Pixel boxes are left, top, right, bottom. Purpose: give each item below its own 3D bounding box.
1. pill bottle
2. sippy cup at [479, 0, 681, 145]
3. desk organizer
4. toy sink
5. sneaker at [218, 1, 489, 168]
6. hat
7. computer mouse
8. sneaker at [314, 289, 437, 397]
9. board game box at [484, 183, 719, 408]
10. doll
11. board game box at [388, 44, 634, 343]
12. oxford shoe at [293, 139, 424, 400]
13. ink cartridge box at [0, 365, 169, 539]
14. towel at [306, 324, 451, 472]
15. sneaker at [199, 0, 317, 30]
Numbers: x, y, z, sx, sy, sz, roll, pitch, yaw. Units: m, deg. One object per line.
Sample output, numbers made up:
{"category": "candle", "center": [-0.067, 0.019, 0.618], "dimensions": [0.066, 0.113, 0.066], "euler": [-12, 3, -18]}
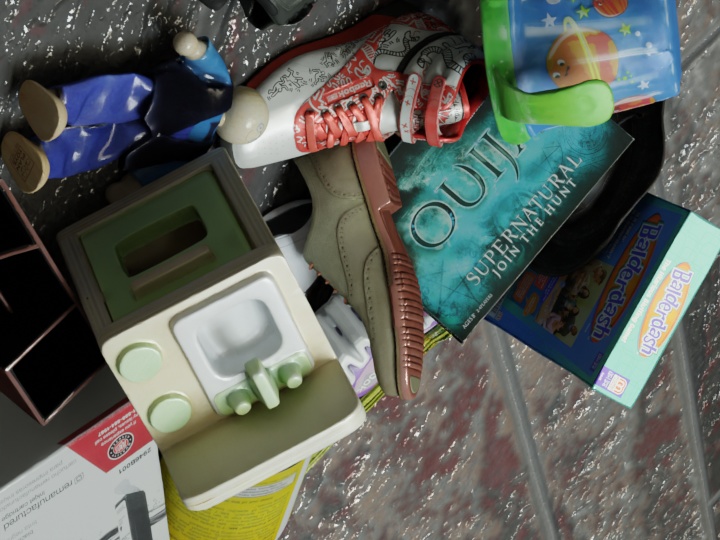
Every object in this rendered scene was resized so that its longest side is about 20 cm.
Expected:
{"category": "pill bottle", "center": [-0.098, 0.142, 1.550], "dimensions": [0.114, 0.114, 0.200], "euler": [-29, 154, -34]}
{"category": "sippy cup", "center": [0.158, -0.164, 1.507], "dimensions": [0.140, 0.130, 0.179], "euler": [59, 27, -66]}
{"category": "desk organizer", "center": [-0.233, 0.006, 1.332], "dimensions": [0.072, 0.077, 0.200], "euler": [-45, 144, -16]}
{"category": "toy sink", "center": [-0.099, 0.032, 1.362], "dimensions": [0.130, 0.200, 0.112], "euler": [-27, 129, -2]}
{"category": "sneaker", "center": [0.004, -0.117, 1.500], "dimensions": [0.201, 0.108, 0.067], "euler": [-34, 140, -30]}
{"category": "hat", "center": [0.155, -0.100, 1.678], "dimensions": [0.081, 0.201, 0.201], "euler": [26, 97, -26]}
{"category": "computer mouse", "center": [-0.088, 0.011, 1.547], "dimensions": [0.200, 0.044, 0.110], "euler": [-32, 138, -32]}
{"category": "sneaker", "center": [0.012, 0.043, 1.655], "dimensions": [0.200, 0.081, 0.088], "euler": [-39, 156, 9]}
{"category": "board game box", "center": [0.186, 0.005, 1.667], "dimensions": [0.045, 0.200, 0.153], "euler": [28, 93, -26]}
{"category": "doll", "center": [-0.140, -0.094, 1.392], "dimensions": [0.199, 0.048, 0.137], "euler": [-13, 137, -45]}
{"category": "board game box", "center": [0.089, -0.065, 1.593], "dimensions": [0.200, 0.135, 0.028], "euler": [-50, 178, -4]}
{"category": "oxford shoe", "center": [0.000, 0.000, 1.544], "dimensions": [0.073, 0.201, 0.071], "euler": [-13, 167, 10]}
{"category": "ink cartridge box", "center": [-0.215, 0.171, 1.484], "dimensions": [0.144, 0.084, 0.201], "euler": [-34, 141, -31]}
{"category": "towel", "center": [-0.004, 0.116, 1.726], "dimensions": [0.200, 0.018, 0.086], "euler": [-43, 178, -19]}
{"category": "sneaker", "center": [-0.041, -0.203, 1.416], "dimensions": [0.199, 0.066, 0.091], "euler": [-2, 122, -46]}
